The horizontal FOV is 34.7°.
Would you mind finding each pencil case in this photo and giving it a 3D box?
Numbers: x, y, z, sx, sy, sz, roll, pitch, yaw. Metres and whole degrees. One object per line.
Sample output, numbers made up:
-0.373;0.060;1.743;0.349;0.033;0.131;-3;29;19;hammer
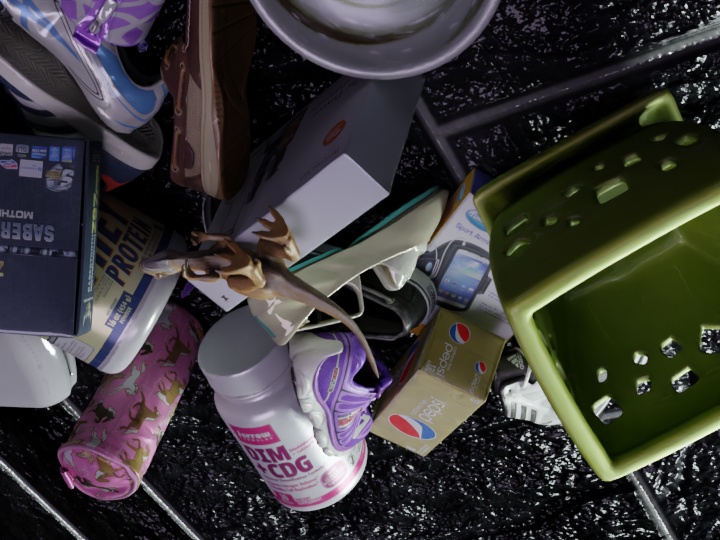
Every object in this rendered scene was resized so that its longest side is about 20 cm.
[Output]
-0.156;-0.248;0.823;0.083;0.086;0.200;31;133;-9;pencil case
-0.220;0.123;1.116;0.082;0.202;0.086;33;135;-16;pencil case

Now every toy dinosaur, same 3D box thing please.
-0.066;0.004;0.859;0.197;0.061;0.107;21;158;6;toy dinosaur

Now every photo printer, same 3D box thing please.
-0.402;0.072;1.212;0.197;0.070;0.168;1;133;15;photo printer

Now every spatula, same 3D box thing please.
-0.135;-0.054;1.036;0.020;0.057;0.202;25;130;14;spatula

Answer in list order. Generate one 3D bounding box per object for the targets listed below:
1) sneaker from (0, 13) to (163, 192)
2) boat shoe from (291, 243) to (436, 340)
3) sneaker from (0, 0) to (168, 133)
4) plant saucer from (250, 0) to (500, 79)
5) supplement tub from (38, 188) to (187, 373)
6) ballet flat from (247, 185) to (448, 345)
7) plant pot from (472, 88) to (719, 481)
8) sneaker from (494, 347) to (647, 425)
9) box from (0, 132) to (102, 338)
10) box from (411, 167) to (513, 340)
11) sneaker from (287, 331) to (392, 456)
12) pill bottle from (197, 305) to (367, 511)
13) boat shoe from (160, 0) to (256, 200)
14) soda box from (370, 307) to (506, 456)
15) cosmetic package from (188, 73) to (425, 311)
-0.265;-0.136;0.968;0.199;0.076;0.084;40;126;-23;sneaker
-0.031;0.019;1.033;0.197;0.064;0.072;7;122;32;boat shoe
-0.230;-0.200;0.913;0.072;0.072;0.200;-41;110;5;sneaker
0.009;-0.234;0.808;0.197;0.051;0.202;7;130;9;plant saucer
-0.272;-0.013;1.039;0.198;0.146;0.145;30;134;-14;supplement tub
0.000;0.000;0.962;0.198;0.070;0.070;-29;133;-14;ballet flat
0.203;-0.002;0.861;0.197;0.182;0.201;-29;125;8;plant pot
0.182;0.081;1.025;0.114;0.076;0.202;1;141;-21;sneaker
-0.313;-0.033;0.931;0.196;0.051;0.161;5;95;2;box
0.110;-0.004;1.016;0.118;0.042;0.201;27;132;-11;box
-0.009;0.112;1.041;0.082;0.082;0.201;-9;155;5;sneaker
-0.078;0.137;1.151;0.112;0.114;0.201;-9;130;23;pill bottle
-0.126;-0.155;0.896;0.071;0.072;0.203;13;120;20;boat shoe
0.067;0.109;1.074;0.067;0.065;0.200;25;155;-3;soda box
-0.043;-0.074;0.912;0.051;0.152;0.199;38;131;-22;cosmetic package
